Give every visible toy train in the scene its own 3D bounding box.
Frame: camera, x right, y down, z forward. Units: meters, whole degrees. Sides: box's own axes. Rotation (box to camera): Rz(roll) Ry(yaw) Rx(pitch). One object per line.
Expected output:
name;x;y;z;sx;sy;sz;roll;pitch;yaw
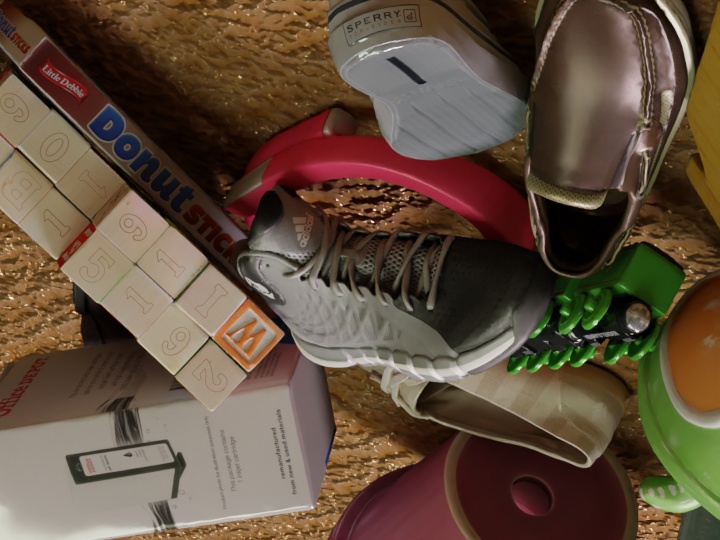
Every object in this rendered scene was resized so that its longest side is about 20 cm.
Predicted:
toy train;0.108;0.019;1.085;0.042;0.057;0.200;33;167;-12

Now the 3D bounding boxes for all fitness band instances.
fitness band;0.009;-0.027;1.155;0.143;0.038;0.200;32;155;-21

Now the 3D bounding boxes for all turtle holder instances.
turtle holder;0.231;0.066;1.015;0.185;0.141;0.132;36;138;1

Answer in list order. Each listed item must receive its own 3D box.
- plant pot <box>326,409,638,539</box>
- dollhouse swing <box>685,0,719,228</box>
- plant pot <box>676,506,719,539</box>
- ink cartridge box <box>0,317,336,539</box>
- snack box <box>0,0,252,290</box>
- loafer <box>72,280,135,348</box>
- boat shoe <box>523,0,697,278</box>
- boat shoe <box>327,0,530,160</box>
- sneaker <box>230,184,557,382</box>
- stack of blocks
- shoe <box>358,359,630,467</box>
plant pot;0.084;0.187;1.337;0.199;0.201;0.179;25;140;-2
dollhouse swing;0.262;-0.061;0.866;0.182;0.175;0.200;60;167;23
plant pot;0.263;0.236;1.241;0.194;0.201;0.197;17;154;13
ink cartridge box;-0.124;0.097;1.281;0.198;0.146;0.085;-9;105;8
snack box;-0.126;-0.067;1.162;0.200;0.024;0.072;46;179;-35
loafer;-0.146;0.005;1.328;0.062;0.072;0.200;4;160;-3
boat shoe;0.107;-0.061;0.951;0.074;0.075;0.203;16;153;16
boat shoe;0.032;-0.104;0.951;0.073;0.067;0.200;-14;166;9
sneaker;0.000;0.000;1.087;0.115;0.075;0.199;39;151;-30
stack of blocks;-0.139;-0.020;1.160;0.200;0.059;0.115;45;178;-14
shoe;0.060;0.065;1.259;0.199;0.054;0.070;17;154;15
